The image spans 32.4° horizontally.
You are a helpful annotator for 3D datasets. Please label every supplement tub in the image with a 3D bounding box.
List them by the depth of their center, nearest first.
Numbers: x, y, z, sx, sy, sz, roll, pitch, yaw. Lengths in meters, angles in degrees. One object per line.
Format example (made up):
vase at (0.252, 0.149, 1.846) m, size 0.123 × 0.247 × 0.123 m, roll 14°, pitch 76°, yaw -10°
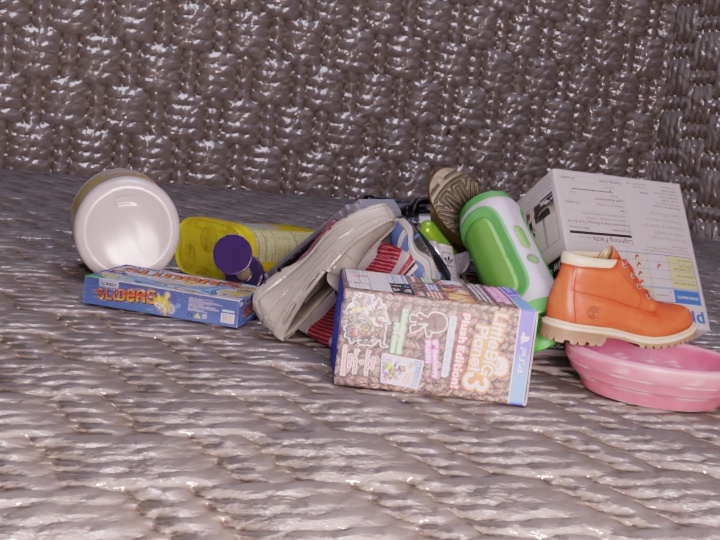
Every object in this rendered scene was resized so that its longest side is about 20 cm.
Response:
supplement tub at (-0.334, -0.067, 1.741) m, size 0.143 × 0.148 × 0.200 m, roll 5°, pitch 8°, yaw -16°

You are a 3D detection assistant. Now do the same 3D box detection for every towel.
towel at (-0.030, 0.015, 1.478) m, size 0.023 × 0.144 × 0.199 m, roll 48°, pitch -13°, yaw -31°

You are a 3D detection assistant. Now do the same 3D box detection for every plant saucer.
plant saucer at (0.323, 0.113, 1.370) m, size 0.197 × 0.052 × 0.201 m, roll 6°, pitch 8°, yaw -1°

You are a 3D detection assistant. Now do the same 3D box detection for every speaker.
speaker at (0.181, -0.001, 1.479) m, size 0.087 × 0.089 × 0.202 m, roll 4°, pitch 44°, yaw -24°

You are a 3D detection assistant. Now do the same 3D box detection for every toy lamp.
toy lamp at (-0.159, -0.003, 1.647) m, size 0.057 × 0.059 × 0.200 m, roll 7°, pitch -7°, yaw 1°

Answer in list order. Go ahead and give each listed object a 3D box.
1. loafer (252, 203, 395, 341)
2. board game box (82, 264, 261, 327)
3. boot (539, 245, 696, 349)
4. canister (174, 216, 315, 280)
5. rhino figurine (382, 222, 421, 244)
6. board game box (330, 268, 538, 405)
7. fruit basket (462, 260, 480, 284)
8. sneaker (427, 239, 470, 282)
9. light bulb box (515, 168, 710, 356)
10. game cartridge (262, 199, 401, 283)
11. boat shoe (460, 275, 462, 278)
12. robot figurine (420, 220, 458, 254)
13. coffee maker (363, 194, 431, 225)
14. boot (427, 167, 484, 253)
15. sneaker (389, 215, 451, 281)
loafer at (-0.033, 0.002, 1.429) m, size 0.070 × 0.199 × 0.070 m, roll 50°, pitch 1°, yaw 24°
board game box at (-0.226, 0.030, 1.535) m, size 0.197 × 0.035 × 0.135 m, roll 9°, pitch 7°, yaw 9°
boot at (0.297, 0.030, 1.378) m, size 0.197 × 0.109 × 0.075 m, roll 5°, pitch 6°, yaw -26°
canister at (-0.158, -0.029, 1.866) m, size 0.147 × 0.088 × 0.198 m, roll 12°, pitch 7°, yaw 40°
rhino figurine at (0.000, 0.000, 1.553) m, size 0.199 × 0.060 × 0.087 m, roll -40°, pitch 28°, yaw -12°
board game box at (0.071, 0.066, 1.299) m, size 0.197 × 0.099 × 0.159 m, roll 7°, pitch 7°, yaw -3°
fruit basket at (0.230, 0.026, 1.679) m, size 0.182 × 0.095 × 0.201 m, roll 7°, pitch 27°, yaw 1°
sneaker at (0.109, 0.029, 1.520) m, size 0.074 × 0.117 × 0.199 m, roll 15°, pitch 1°, yaw -34°
light bulb box at (0.305, -0.002, 1.542) m, size 0.195 × 0.203 × 0.125 m, roll 5°, pitch -25°, yaw -22°
game cartridge at (-0.037, -0.030, 1.739) m, size 0.199 × 0.042 × 0.132 m, roll -39°, pitch -21°, yaw 28°
boat shoe at (0.111, 0.009, 1.889) m, size 0.197 × 0.077 × 0.072 m, roll 3°, pitch 10°, yaw -15°
robot figurine at (0.054, 0.002, 1.700) m, size 0.198 × 0.117 × 0.174 m, roll -2°, pitch -20°, yaw -47°
coffee maker at (0.092, -0.063, 2.308) m, size 0.197 × 0.137 × 0.192 m, roll 8°, pitch -16°, yaw -5°
boot at (0.130, -0.071, 1.682) m, size 0.176 × 0.066 × 0.200 m, roll 49°, pitch -5°, yaw -15°
sneaker at (0.066, 0.015, 1.461) m, size 0.076 × 0.077 × 0.201 m, roll 43°, pitch 17°, yaw -45°
